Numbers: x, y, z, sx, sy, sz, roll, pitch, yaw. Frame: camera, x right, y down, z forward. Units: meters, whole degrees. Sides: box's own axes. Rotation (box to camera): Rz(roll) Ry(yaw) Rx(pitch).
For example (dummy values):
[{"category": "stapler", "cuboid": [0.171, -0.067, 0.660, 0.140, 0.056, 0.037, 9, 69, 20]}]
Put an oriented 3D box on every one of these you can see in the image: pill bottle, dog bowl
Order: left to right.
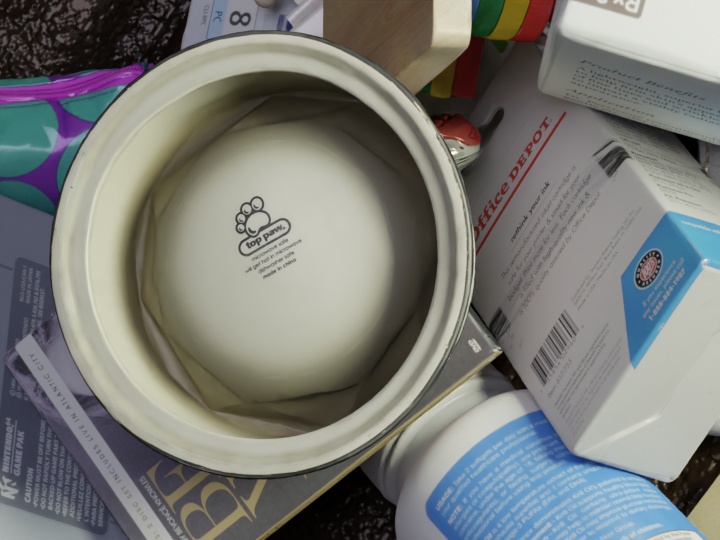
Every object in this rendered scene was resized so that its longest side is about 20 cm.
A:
[{"category": "dog bowl", "cuboid": [-0.037, -0.005, 1.299, 0.199, 0.074, 0.201, -1, 86, 16]}, {"category": "pill bottle", "cuboid": [0.086, 0.126, 1.332, 0.112, 0.112, 0.200, -44, 55, 0]}]

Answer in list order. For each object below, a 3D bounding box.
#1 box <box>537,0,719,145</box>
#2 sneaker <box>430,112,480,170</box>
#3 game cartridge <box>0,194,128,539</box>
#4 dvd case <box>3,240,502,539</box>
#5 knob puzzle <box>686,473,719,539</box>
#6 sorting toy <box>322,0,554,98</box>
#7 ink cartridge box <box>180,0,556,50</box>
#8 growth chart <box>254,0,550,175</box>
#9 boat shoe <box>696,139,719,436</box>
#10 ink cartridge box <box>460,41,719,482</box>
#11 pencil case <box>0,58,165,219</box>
[{"category": "box", "cuboid": [0.200, -0.158, 1.278, 0.198, 0.131, 0.201, 16, 83, 1]}, {"category": "sneaker", "cuboid": [0.000, 0.000, 1.405, 0.082, 0.078, 0.200, 45, 122, 8]}, {"category": "game cartridge", "cuboid": [-0.163, 0.064, 1.403, 0.040, 0.133, 0.201, -30, 46, 42]}, {"category": "dvd case", "cuboid": [-0.054, 0.040, 1.347, 0.200, 0.016, 0.149, -38, 79, 11]}, {"category": "knob puzzle", "cuboid": [0.220, 0.170, 1.325, 0.219, 0.030, 0.221, -6, 76, 27]}, {"category": "sorting toy", "cuboid": [0.040, -0.176, 1.355, 0.069, 0.200, 0.200, 4, 79, -15]}, {"category": "ink cartridge box", "cuboid": [0.016, -0.167, 1.483, 0.199, 0.047, 0.161, 7, 76, 19]}, {"category": "growth chart", "cuboid": [0.040, -0.105, 1.445, 0.144, 0.018, 0.201, -29, 83, -2]}, {"category": "boat shoe", "cuboid": [0.171, -0.017, 1.380, 0.069, 0.071, 0.201, -12, 72, 11]}, {"category": "ink cartridge box", "cuboid": [0.112, -0.010, 1.349, 0.116, 0.068, 0.200, -57, 38, 22]}, {"category": "pencil case", "cuboid": [-0.196, -0.065, 1.466, 0.199, 0.093, 0.085, -2, 33, -5]}]
